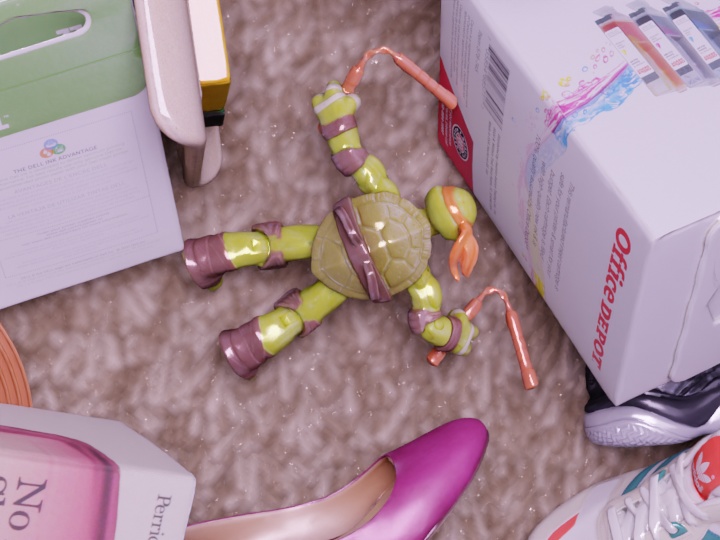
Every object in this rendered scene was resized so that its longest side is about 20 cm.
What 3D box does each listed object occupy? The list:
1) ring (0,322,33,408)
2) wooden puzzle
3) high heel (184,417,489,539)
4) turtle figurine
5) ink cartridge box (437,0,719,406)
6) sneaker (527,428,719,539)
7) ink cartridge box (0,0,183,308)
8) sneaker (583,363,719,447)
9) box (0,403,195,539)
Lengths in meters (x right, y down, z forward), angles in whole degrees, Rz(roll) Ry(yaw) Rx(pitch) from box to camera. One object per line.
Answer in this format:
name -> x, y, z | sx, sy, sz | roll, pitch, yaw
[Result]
ring -> -0.254, 0.087, 0.785 | 0.200, 0.019, 0.201 | -7, 106, -28
wooden puzzle -> -0.086, -0.141, 0.784 | 0.037, 0.200, 0.185 | -8, 88, -2
high heel -> -0.028, 0.124, 0.843 | 0.200, 0.067, 0.096 | -41, 106, -9
turtle figurine -> 0.000, 0.000, 0.841 | 0.161, 0.064, 0.200 | -24, 104, 9
ink cartridge box -> 0.146, -0.066, 0.817 | 0.145, 0.145, 0.200 | -21, 58, -14
sneaker -> 0.171, 0.117, 0.850 | 0.200, 0.093, 0.070 | -20, 57, 11
ink cartridge box -> -0.151, -0.074, 0.764 | 0.104, 0.200, 0.059 | -18, 55, -10
sneaker -> 0.212, 0.027, 0.905 | 0.200, 0.075, 0.114 | -12, 88, -14
box -> -0.196, 0.129, 0.750 | 0.200, 0.109, 0.128 | 12, 93, -30
